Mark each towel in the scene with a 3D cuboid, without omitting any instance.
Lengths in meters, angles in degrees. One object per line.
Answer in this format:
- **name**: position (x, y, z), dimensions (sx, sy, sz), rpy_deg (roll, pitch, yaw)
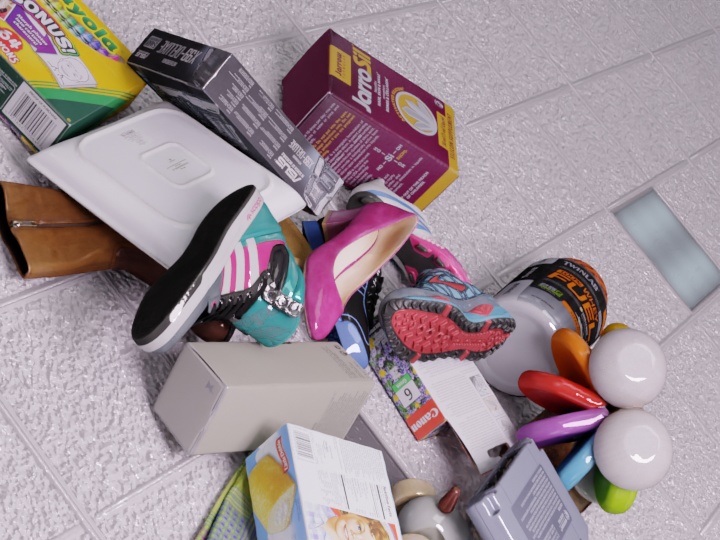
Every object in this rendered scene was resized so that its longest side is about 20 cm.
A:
- **towel**: position (-0.048, 0.263, 1.332), dimensions (0.200, 0.023, 0.144), rpy_deg (43, 33, -7)

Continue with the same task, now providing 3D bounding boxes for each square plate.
- **square plate**: position (-0.179, -0.090, 1.434), dimensions (0.197, 0.029, 0.200), rpy_deg (36, 37, 18)

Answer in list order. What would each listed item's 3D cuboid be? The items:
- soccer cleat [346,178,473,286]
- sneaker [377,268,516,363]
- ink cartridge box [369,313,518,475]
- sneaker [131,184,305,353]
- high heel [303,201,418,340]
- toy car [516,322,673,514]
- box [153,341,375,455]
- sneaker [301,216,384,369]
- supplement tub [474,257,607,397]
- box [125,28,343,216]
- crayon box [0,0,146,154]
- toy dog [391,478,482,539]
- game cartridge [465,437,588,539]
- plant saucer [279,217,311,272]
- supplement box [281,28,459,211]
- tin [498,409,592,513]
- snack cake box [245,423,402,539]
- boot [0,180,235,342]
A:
- **soccer cleat**: position (0.069, -0.029, 1.742), dimensions (0.200, 0.070, 0.086), rpy_deg (46, 32, -1)
- **sneaker**: position (0.074, 0.042, 1.591), dimensions (0.199, 0.080, 0.096), rpy_deg (13, 32, -51)
- **ink cartridge box**: position (0.086, 0.132, 1.608), dimensions (0.109, 0.050, 0.201), rpy_deg (-11, 65, -54)
- **sneaker**: position (-0.114, 0.030, 1.325), dimensions (0.121, 0.083, 0.201), rpy_deg (53, 46, -21)
- **high heel**: position (0.000, 0.000, 1.507), dimensions (0.201, 0.095, 0.068), rpy_deg (-72, 157, -57)
- **toy car**: position (0.238, 0.155, 1.594), dimensions (0.148, 0.175, 0.202), rpy_deg (1, 75, -7)
- **box**: position (-0.085, 0.114, 1.382), dimensions (0.199, 0.083, 0.068), rpy_deg (5, 32, -49)
- **sneaker**: position (-0.007, 0.018, 1.579), dimensions (0.077, 0.070, 0.201), rpy_deg (-10, 53, -9)
- **supplement tub**: position (0.215, 0.059, 1.769), dimensions (0.123, 0.122, 0.200), rpy_deg (49, 32, 4)
- **box**: position (-0.125, -0.150, 1.526), dimensions (0.157, 0.050, 0.200), rpy_deg (26, -17, 49)
- **crayon box**: position (-0.326, -0.225, 1.497), dimensions (0.200, 0.058, 0.173), rpy_deg (46, 32, -2)
- **toy dog**: position (0.110, 0.258, 1.454), dimensions (0.199, 0.096, 0.133), rpy_deg (14, 45, -41)
- **game cartridge**: position (0.167, 0.249, 1.459), dimensions (0.134, 0.040, 0.200), rpy_deg (57, 22, 1)
- **plant saucer**: position (-0.111, -0.046, 1.522), dimensions (0.200, 0.035, 0.200), rpy_deg (41, 13, -12)
- **supplement box**: position (0.011, -0.171, 1.796), dimensions (0.199, 0.103, 0.132), rpy_deg (29, 38, -26)
- **tin**: position (0.222, 0.216, 1.690), dimensions (0.112, 0.042, 0.199), rpy_deg (49, 32, 10)
- **snack cake box**: position (-0.023, 0.242, 1.301), dimensions (0.114, 0.067, 0.201), rpy_deg (22, 40, -36)
- **boot**: position (-0.220, -0.007, 1.380), dimensions (0.199, 0.068, 0.190), rpy_deg (1, 54, -48)
